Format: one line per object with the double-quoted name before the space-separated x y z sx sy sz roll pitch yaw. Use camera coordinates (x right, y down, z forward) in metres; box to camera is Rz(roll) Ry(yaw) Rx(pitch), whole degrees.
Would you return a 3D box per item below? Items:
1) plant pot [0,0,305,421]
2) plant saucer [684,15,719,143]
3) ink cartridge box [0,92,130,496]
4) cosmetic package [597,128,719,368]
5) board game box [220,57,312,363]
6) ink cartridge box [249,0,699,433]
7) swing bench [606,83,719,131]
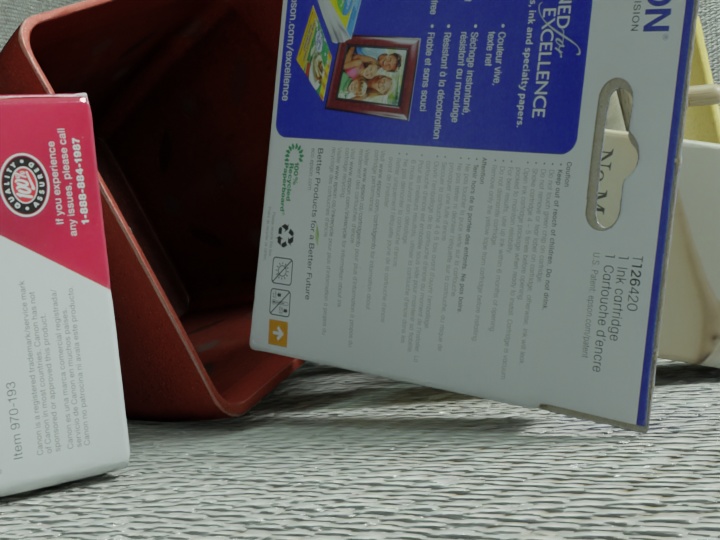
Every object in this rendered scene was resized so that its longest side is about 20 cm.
"plant pot" -0.113 -0.033 0.619 0.175 0.202 0.199 -22 10 41
"plant saucer" 0.186 -0.118 0.893 0.196 0.203 0.049 -2 -30 2
"ink cartridge box" -0.196 0.016 0.401 0.197 0.148 0.083 -7 3 -34
"cosmetic package" 0.099 -0.020 0.543 0.196 0.106 0.073 8 6 11
"board game box" 0.028 -0.044 0.688 0.196 0.203 0.026 -5 21 18
"ink cartridge box" 0.045 -0.050 0.466 0.197 0.202 0.047 8 3 34
"swing bench" 0.124 -0.156 0.748 0.198 0.131 0.200 16 -27 33
